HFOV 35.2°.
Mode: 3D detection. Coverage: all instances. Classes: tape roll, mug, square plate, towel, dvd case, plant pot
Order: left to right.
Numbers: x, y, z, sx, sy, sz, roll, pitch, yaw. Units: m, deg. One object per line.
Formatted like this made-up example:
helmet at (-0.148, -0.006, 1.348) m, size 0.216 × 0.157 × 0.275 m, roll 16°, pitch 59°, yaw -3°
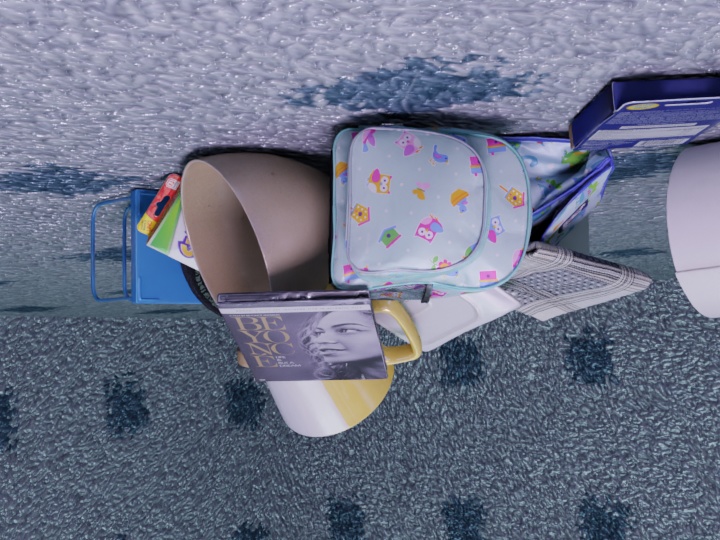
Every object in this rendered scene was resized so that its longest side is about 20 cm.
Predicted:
plant pot at (-0.090, -0.043, 1.227) m, size 0.134 × 0.201 × 0.200 m, roll -23°, pitch -176°, yaw -27°
dvd case at (-0.054, 0.071, 1.165) m, size 0.148 × 0.016 × 0.200 m, roll -2°, pitch 152°, yaw 6°
mug at (-0.043, 0.077, 1.321) m, size 0.186 × 0.153 × 0.149 m, roll -34°, pitch -144°, yaw -5°
square plate at (0.050, 0.023, 1.295) m, size 0.198 × 0.029 × 0.200 m, roll 33°, pitch 148°, yaw -15°
towel at (0.194, 0.017, 1.296) m, size 0.192 × 0.035 × 0.200 m, roll 13°, pitch 161°, yaw -37°
tape roll at (0.449, -0.052, 1.272) m, size 0.139 × 0.204 × 0.202 m, roll -8°, pitch 172°, yaw 39°

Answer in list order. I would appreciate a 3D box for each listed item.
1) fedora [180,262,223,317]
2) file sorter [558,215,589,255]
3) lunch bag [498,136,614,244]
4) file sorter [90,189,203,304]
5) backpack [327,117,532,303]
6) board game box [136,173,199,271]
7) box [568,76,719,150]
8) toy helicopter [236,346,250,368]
fedora at (-0.131, -0.032, 1.424) m, size 0.200 × 0.201 × 0.092 m, roll -3°, pitch -144°, yaw 2°
file sorter at (0.181, -0.045, 1.460) m, size 0.199 × 0.139 × 0.125 m, roll -3°, pitch -174°, yaw -2°
lunch bag at (0.178, -0.081, 1.265) m, size 0.199 × 0.128 × 0.170 m, roll -15°, pitch 168°, yaw 4°
file sorter at (-0.239, -0.025, 1.488) m, size 0.199 × 0.139 × 0.122 m, roll 2°, pitch 176°, yaw -43°
backpack at (0.070, -0.058, 1.110) m, size 0.199 × 0.177 × 0.153 m, roll 2°, pitch 173°, yaw -4°
board game box at (-0.159, -0.033, 1.349) m, size 0.200 × 0.030 × 0.096 m, roll 29°, pitch 119°, yaw -17°
box at (0.276, -0.148, 1.056) m, size 0.121 × 0.033 × 0.200 m, roll -3°, pitch 176°, yaw -3°
toy helicopter at (-0.093, 0.087, 1.468) m, size 0.132 × 0.079 × 0.200 m, roll 16°, pitch -161°, yaw 32°
